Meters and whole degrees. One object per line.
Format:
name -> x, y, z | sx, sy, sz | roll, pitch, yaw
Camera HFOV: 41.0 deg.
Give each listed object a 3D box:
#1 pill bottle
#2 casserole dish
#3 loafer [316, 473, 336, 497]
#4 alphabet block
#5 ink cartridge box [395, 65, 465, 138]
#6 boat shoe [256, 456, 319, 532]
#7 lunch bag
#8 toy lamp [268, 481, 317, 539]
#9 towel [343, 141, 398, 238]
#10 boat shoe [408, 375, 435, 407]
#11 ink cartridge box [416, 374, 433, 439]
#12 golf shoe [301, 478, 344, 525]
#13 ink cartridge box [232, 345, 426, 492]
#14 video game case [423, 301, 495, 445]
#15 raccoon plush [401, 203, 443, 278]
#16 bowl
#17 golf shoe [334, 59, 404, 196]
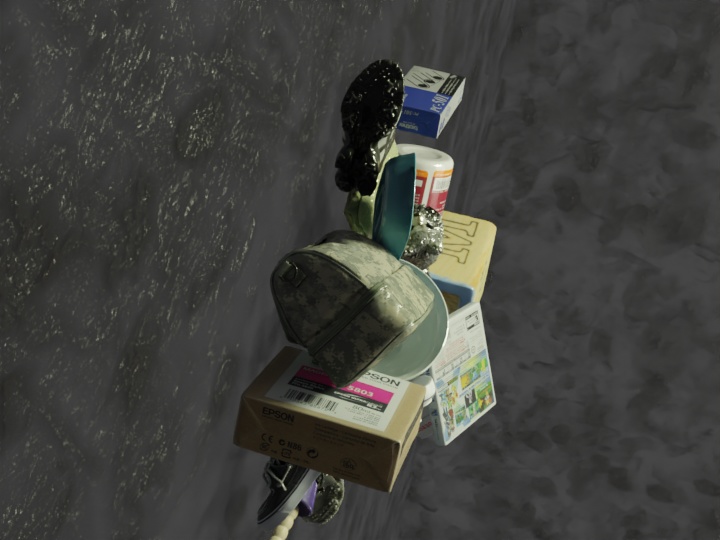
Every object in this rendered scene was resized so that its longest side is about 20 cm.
pill bottle -> 0.085, -0.106, 1.643 | 0.113, 0.113, 0.200 | -49, 153, -67
casserole dish -> 0.041, -0.079, 1.272 | 0.200, 0.039, 0.121 | 111, -16, -73
loafer -> -0.050, 0.304, 1.503 | 0.200, 0.063, 0.072 | -56, 174, -2
alphabet block -> 0.136, 0.015, 1.852 | 0.200, 0.196, 0.195 | -64, 167, -45
ink cartridge box -> 0.104, -0.275, 1.556 | 0.200, 0.094, 0.044 | -57, 160, -57
boat shoe -> -0.099, 0.279, 1.339 | 0.199, 0.068, 0.074 | -53, -174, 24
lunch bag -> -0.016, 0.032, 1.188 | 0.139, 0.168, 0.200 | -42, 177, 18
toy lamp -> -0.117, 0.385, 1.395 | 0.058, 0.058, 0.200 | 93, 18, -49
towel -> 0.030, -0.104, 1.437 | 0.148, 0.036, 0.200 | 66, 31, -42
boat shoe -> 0.058, 0.191, 1.336 | 0.074, 0.065, 0.200 | -25, 178, -21
ink cartridge box -> 0.075, 0.188, 1.647 | 0.145, 0.200, 0.084 | -41, -160, 50
golf shoe -> -0.055, 0.333, 1.642 | 0.097, 0.078, 0.200 | -59, 163, -74
ink cartridge box -> -0.033, 0.177, 1.183 | 0.165, 0.200, 0.075 | -52, 155, -67
video game case -> 0.158, 0.162, 1.554 | 0.200, 0.022, 0.182 | -23, 105, -57
raccoon plush -> 0.107, -0.015, 1.548 | 0.134, 0.097, 0.200 | -100, 166, -57
bowl -> 0.020, 0.085, 1.367 | 0.090, 0.201, 0.201 | 103, 7, -60
golf shoe -> 0.013, -0.199, 1.271 | 0.095, 0.078, 0.200 | -66, 177, -52
